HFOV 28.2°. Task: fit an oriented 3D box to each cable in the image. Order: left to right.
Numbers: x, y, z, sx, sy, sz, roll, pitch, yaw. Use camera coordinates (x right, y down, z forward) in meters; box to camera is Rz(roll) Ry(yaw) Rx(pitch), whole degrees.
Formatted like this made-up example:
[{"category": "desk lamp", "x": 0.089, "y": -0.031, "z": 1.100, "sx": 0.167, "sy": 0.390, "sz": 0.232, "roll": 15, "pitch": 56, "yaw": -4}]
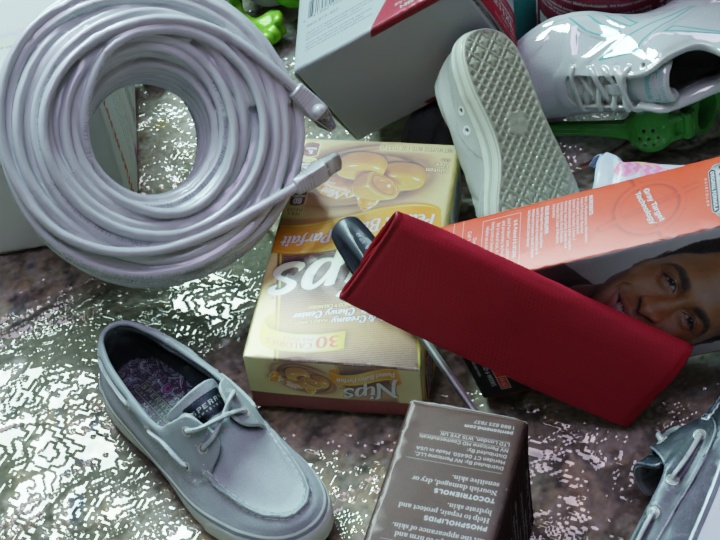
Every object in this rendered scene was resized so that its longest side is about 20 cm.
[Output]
[{"category": "cable", "x": -0.137, "y": -0.090, "z": 0.932, "sx": 0.200, "sy": 0.069, "sz": 0.200, "roll": -40, "pitch": 97, "yaw": -15}]

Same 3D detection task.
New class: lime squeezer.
[{"category": "lime squeezer", "x": 0.227, "y": -0.115, "z": 1.049, "sx": 0.198, "sy": 0.038, "sz": 0.071, "roll": -19, "pitch": 16, "yaw": -7}]

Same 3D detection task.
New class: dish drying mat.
[{"category": "dish drying mat", "x": 0.091, "y": 0.030, "z": 0.837, "sx": 0.199, "sy": 0.077, "sz": 0.018, "roll": 25, "pitch": 41, "yaw": -14}]

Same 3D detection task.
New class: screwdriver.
[{"category": "screwdriver", "x": 0.040, "y": 0.039, "z": 0.870, "sx": 0.029, "sy": 0.028, "sz": 0.200, "roll": -7, "pitch": 48, "yaw": -43}]

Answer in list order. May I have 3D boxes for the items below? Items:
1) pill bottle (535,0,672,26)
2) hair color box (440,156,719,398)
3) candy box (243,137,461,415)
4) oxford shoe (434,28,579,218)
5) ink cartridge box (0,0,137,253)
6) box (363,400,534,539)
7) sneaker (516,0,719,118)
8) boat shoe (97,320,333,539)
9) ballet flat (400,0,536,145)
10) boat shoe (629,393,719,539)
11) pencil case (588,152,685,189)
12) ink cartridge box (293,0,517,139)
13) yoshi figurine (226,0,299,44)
[{"category": "pill bottle", "x": 0.180, "y": -0.237, "z": 1.047, "sx": 0.108, "sy": 0.201, "sz": 0.110, "roll": -4, "pitch": 47, "yaw": 5}, {"category": "hair color box", "x": 0.150, "y": 0.006, "z": 0.859, "sx": 0.198, "sy": 0.102, "sz": 0.062, "roll": -15, "pitch": 40, "yaw": 21}, {"category": "candy box", "x": 0.000, "y": 0.000, "z": 0.956, "sx": 0.114, "sy": 0.056, "sz": 0.201, "roll": 3, "pitch": 48, "yaw": 11}, {"category": "oxford shoe", "x": 0.100, "y": -0.063, "z": 0.967, "sx": 0.075, "sy": 0.058, "sz": 0.202, "roll": -10, "pitch": 77, "yaw": -29}, {"category": "ink cartridge box", "x": -0.237, "y": -0.114, "z": 1.051, "sx": 0.124, "sy": 0.129, "sz": 0.201, "roll": -10, "pitch": 47, "yaw": 1}, {"category": "box", "x": 0.037, "y": 0.179, "z": 0.755, "sx": 0.074, "sy": 0.101, "sz": 0.201, "roll": 9, "pitch": 50, "yaw": 17}, {"category": "sneaker", "x": 0.184, "y": -0.143, "z": 1.003, "sx": 0.199, "sy": 0.071, "sz": 0.081, "roll": -14, "pitch": 35, "yaw": 17}, {"category": "boat shoe", "x": -0.097, "y": 0.097, "z": 0.871, "sx": 0.070, "sy": 0.072, "sz": 0.200, "roll": -39, "pitch": 53, "yaw": -24}, {"category": "ballet flat", "x": 0.080, "y": -0.159, "z": 1.087, "sx": 0.068, "sy": 0.068, "sz": 0.201, "roll": 3, "pitch": 47, "yaw": 30}, {"category": "boat shoe", "x": 0.189, "y": 0.118, "z": 0.813, "sx": 0.067, "sy": 0.072, "sz": 0.201, "roll": 17, "pitch": 60, "yaw": 22}, {"category": "pencil case", "x": 0.242, "y": -0.024, "z": 0.923, "sx": 0.198, "sy": 0.091, "sz": 0.084, "roll": 8, "pitch": 91, "yaw": 17}, {"category": "ink cartridge box", "x": 0.034, "y": -0.218, "z": 1.069, "sx": 0.145, "sy": 0.083, "sz": 0.201, "roll": -25, "pitch": 42, "yaw": 27}, {"category": "yoshi figurine", "x": -0.105, "y": -0.234, "z": 1.164, "sx": 0.199, "sy": 0.113, "sz": 0.112, "roll": -23, "pitch": 61, "yaw": -15}]
